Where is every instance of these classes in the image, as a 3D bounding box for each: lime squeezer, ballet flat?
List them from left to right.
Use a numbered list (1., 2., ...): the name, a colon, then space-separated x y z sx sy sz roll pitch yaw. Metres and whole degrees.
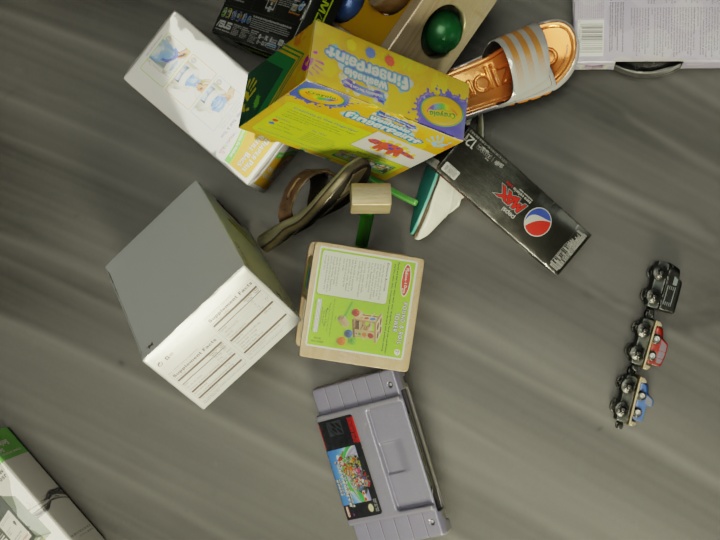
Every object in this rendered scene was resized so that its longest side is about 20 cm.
1. lime squeezer: -0.002 -0.149 1.526 0.070 0.038 0.202 -23 73 -6
2. ballet flat: 0.110 -0.131 1.505 0.068 0.069 0.203 13 90 7

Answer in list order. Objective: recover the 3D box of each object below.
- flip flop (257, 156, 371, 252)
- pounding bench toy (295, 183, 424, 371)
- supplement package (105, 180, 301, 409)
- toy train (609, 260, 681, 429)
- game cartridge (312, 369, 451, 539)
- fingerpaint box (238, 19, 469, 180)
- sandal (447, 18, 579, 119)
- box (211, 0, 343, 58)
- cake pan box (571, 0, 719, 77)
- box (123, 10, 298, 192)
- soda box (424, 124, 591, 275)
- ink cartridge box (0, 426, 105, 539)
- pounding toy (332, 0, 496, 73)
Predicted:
1. flip flop: -0.064 -0.083 1.477 0.199 0.081 0.058 -31 88 49
2. pounding bench toy: 0.000 0.000 1.462 0.122 0.156 0.204 8 92 -6
3. supplement package: -0.184 0.024 1.460 0.155 0.200 0.111 -42 129 5
4. toy train: 0.336 0.090 1.485 0.045 0.034 0.203 16 91 -5
5. game cartridge: 0.021 0.223 1.496 0.128 0.038 0.203 -18 89 30
6. fingerpaint box: -0.008 -0.181 1.389 0.198 0.166 0.075 17 70 -26
7. sandal: 0.159 -0.223 1.447 0.204 0.059 0.080 -26 85 0
8. box: -0.079 -0.341 1.475 0.047 0.199 0.195 26 91 -36
9. cake pan box: 0.337 -0.330 1.480 0.181 0.052 0.204 -1 89 10
10. box: -0.165 -0.197 1.512 0.199 0.112 0.102 40 92 6
11. soda box: 0.167 -0.084 1.455 0.199 0.071 0.064 40 93 -17
12. ink cartridge box: -0.434 0.318 1.556 0.145 0.084 0.200 -44 84 5
13. pounding toy: 0.054 -0.313 1.427 0.200 0.142 0.185 39 95 41
